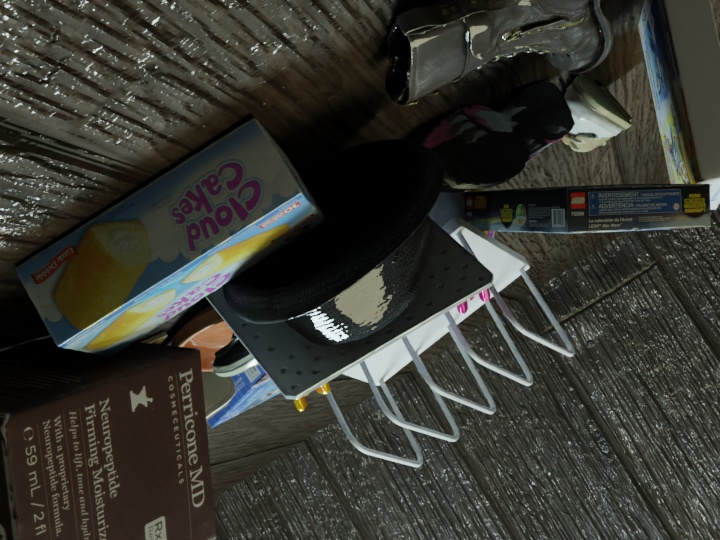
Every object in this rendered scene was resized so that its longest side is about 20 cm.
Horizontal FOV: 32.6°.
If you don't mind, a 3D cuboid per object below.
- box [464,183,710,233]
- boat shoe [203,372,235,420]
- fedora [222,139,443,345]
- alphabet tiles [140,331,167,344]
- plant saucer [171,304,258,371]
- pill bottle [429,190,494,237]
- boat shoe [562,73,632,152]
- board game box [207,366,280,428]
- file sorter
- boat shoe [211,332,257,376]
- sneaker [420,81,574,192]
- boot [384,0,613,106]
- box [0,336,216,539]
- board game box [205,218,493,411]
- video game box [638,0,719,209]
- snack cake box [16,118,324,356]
[{"bbox_3d":[0.194,-0.055,1.093,0.137,0.040,0.200,-3,-176,-20],"label":"box"},{"bbox_3d":[-0.241,0.184,1.523,0.200,0.072,0.060,-30,168,-45],"label":"boat shoe"},{"bbox_3d":[-0.008,-0.011,0.975,0.200,0.092,0.201,-22,-146,16],"label":"fedora"},{"bbox_3d":[-0.291,0.117,1.234,0.200,0.008,0.167,-24,167,-39],"label":"alphabet tiles"},{"bbox_3d":[-0.104,0.057,1.316,0.200,0.032,0.200,-16,161,-6],"label":"plant saucer"},{"bbox_3d":[0.079,-0.050,1.267,0.104,0.104,0.200,-35,170,16],"label":"pill bottle"},{"bbox_3d":[0.243,-0.160,1.317,0.068,0.075,0.200,-41,169,16],"label":"boat shoe"},{"bbox_3d":[-0.108,0.133,1.746,0.199,0.043,0.200,-26,168,-38],"label":"board game box"},{"bbox_3d":[0.072,0.075,1.138,0.200,0.125,0.139,-39,146,18],"label":"file sorter"},{"bbox_3d":[-0.085,0.045,1.174,0.075,0.062,0.200,-33,177,-44],"label":"boat shoe"},{"bbox_3d":[0.122,-0.111,1.181,0.200,0.080,0.086,-22,167,-40],"label":"sneaker"},{"bbox_3d":[0.095,-0.169,0.891,0.174,0.069,0.200,-29,162,-3],"label":"boot"},{"bbox_3d":[-0.241,0.153,0.949,0.164,0.166,0.200,3,-168,35],"label":"box"},{"bbox_3d":[-0.019,0.011,1.056,0.200,0.200,0.026,-29,133,-15],"label":"board game box"},{"bbox_3d":[0.298,-0.164,1.123,0.047,0.200,0.182,-11,171,9],"label":"video game box"},{"bbox_3d":[-0.132,-0.019,0.893,0.200,0.067,0.115,-32,169,2],"label":"snack cake box"}]
